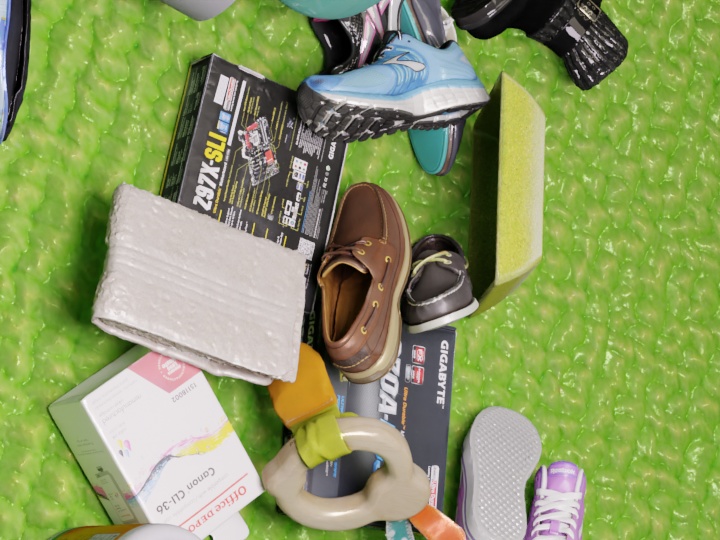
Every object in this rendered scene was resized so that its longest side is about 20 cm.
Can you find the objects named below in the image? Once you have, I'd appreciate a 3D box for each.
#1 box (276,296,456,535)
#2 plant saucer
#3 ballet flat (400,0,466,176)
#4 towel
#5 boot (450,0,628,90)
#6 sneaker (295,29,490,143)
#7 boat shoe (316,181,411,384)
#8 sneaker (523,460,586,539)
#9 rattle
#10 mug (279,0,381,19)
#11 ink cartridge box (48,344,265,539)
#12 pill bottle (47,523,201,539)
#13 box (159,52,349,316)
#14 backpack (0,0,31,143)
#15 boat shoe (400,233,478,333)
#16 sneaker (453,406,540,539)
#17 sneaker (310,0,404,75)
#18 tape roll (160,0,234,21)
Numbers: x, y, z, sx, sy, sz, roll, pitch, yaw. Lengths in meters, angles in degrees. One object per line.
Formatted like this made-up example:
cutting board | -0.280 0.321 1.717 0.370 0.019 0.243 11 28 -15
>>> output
box | 0.008 0.137 1.778 0.159 0.046 0.200 14 74 -32
plant saucer | 0.139 -0.065 1.814 0.048 0.200 0.200 4 79 -4
ballet flat | 0.074 -0.193 1.868 0.073 0.073 0.200 -14 89 -37
towel | -0.134 0.016 1.636 0.200 0.034 0.133 23 57 -30
boot | 0.188 -0.243 1.932 0.211 0.079 0.158 -45 109 -45
sneaker | 0.021 -0.174 1.769 0.200 0.078 0.090 -8 75 -36
boat shoe | 0.000 0.000 1.720 0.068 0.072 0.200 43 41 -47
sneaker | 0.178 0.241 1.809 0.073 0.200 0.114 6 98 5
rattle | -0.001 0.169 1.713 0.200 0.143 0.130 25 103 -34
mug | -0.014 -0.301 1.733 0.185 0.114 0.152 9 71 -31
ink cartridge box | -0.162 0.169 1.637 0.116 0.067 0.200 -36 104 -35
pill bottle | -0.178 0.258 1.529 0.111 0.200 0.111 6 79 -35
box | -0.099 -0.074 1.734 0.160 0.049 0.200 20 71 -29
backpack | -0.334 -0.196 1.508 0.147 0.183 0.200 -1 86 -13
boat shoe | 0.067 0.010 1.771 0.072 0.201 0.061 -16 99 5
sneaker | 0.113 0.223 1.825 0.073 0.114 0.201 22 37 -2
sneaker | -0.005 -0.257 1.814 0.086 0.080 0.200 0 82 -35
tape roll | -0.122 -0.319 1.661 0.066 0.200 0.201 27 68 -26
